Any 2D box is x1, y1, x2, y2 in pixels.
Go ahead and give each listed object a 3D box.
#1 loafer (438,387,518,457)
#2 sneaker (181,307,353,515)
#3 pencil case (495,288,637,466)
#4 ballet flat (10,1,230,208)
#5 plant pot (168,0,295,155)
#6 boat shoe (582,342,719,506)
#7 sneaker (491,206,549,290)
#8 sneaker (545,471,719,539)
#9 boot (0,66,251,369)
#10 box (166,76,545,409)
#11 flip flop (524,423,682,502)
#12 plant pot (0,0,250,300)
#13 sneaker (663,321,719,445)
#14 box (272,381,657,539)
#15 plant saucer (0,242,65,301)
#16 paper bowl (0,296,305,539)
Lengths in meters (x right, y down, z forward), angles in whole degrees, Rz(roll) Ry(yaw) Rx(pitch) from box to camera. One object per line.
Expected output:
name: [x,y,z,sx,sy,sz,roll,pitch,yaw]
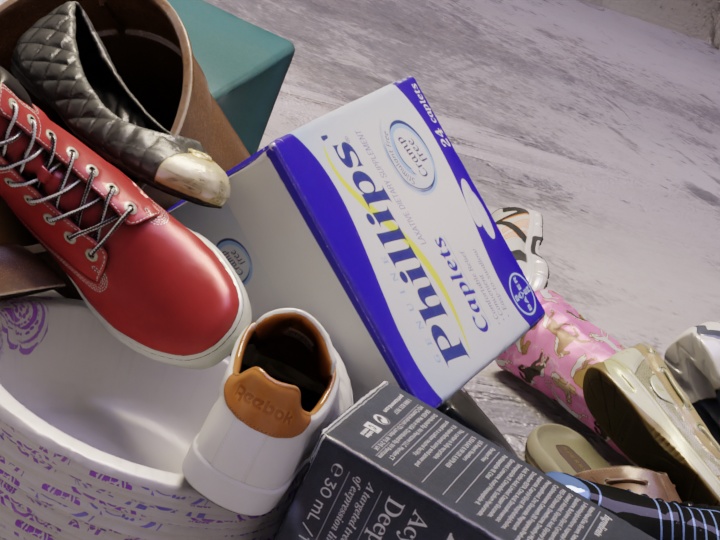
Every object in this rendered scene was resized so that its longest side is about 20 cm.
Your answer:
loafer: [0.050,0.107,1.293,0.072,0.073,0.200,19,26,-44]
sneaker: [-0.031,0.054,0.961,0.072,0.085,0.200,26,17,0]
pencil case: [0.197,0.092,1.488,0.083,0.087,0.200,-40,55,-21]
ballet flat: [-0.138,-0.096,1.072,0.200,0.057,0.066,40,8,36]
plant pot: [-0.171,-0.136,1.585,0.140,0.142,0.200,26,25,7]
boat shoe: [0.243,0.139,1.353,0.063,0.073,0.201,-25,61,-27]
sneaker: [0.124,-0.018,1.716,0.079,0.074,0.200,20,18,-6]
sneaker: [0.204,0.182,1.224,0.199,0.070,0.078,33,54,4]
boot: [-0.150,-0.033,0.979,0.200,0.072,0.144,38,-8,30]
box: [0.000,0.000,1.151,0.185,0.105,0.200,60,32,-2]
flip flop: [0.189,0.158,1.328,0.081,0.058,0.200,11,22,-35]
plant pot: [-0.158,-0.056,1.223,0.200,0.201,0.198,36,-8,34]
sneaker: [0.320,0.124,1.395,0.129,0.080,0.200,-16,72,-30]
box: [0.051,0.178,0.946,0.199,0.149,0.107,29,19,11]
plant saucer: [-0.262,0.014,1.016,0.198,0.032,0.200,-10,0,0]
paper bowl: [-0.135,0.105,0.994,0.199,0.105,0.201,22,19,-8]
